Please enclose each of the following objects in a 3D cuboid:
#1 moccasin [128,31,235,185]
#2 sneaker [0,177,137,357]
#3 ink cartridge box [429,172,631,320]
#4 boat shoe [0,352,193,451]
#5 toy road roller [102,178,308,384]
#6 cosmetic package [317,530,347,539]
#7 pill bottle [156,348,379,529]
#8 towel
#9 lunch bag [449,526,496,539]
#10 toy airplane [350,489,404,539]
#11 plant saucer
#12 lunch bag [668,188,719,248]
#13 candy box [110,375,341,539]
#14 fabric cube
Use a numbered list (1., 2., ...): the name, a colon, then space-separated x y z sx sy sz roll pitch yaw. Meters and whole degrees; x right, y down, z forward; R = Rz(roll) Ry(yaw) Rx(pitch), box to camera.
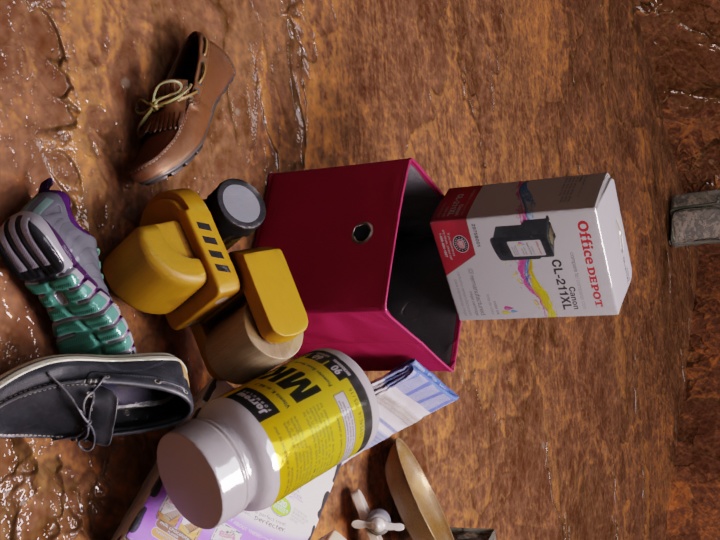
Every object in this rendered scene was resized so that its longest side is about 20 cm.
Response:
1. moccasin: -0.188 -0.168 1.031 0.078 0.073 0.202 50 48 -35
2. sneaker: -0.245 0.015 0.914 0.088 0.074 0.201 -75 151 -50
3. ink cartridge box: 0.200 -0.025 1.182 0.083 0.199 0.146 -55 133 -49
4. boat shoe: -0.232 0.114 0.865 0.199 0.062 0.075 -3 128 -37
5. toy road roller: -0.159 0.017 0.990 0.146 0.123 0.201 -14 75 -45
6. cosmetic package: -0.054 0.405 1.131 0.103 0.073 0.200 41 45 -5
7. pill bottle: -0.086 0.159 0.966 0.200 0.114 0.115 -24 109 -43
8. towel: 0.012 0.183 1.249 0.147 0.199 0.024 42 22 -54
9. lunch bag: 0.134 0.498 1.502 0.200 0.117 0.165 -27 112 -64
10. toy airplane: 0.049 0.411 1.327 0.200 0.141 0.200 47 27 -31
11. plant saucer: 0.082 0.336 1.435 0.201 0.035 0.200 62 5 -10
12. lunch bag: 1.087 -0.152 3.215 0.139 0.199 0.168 52 43 -45
13. candy box: -0.131 0.235 1.014 0.167 0.072 0.200 36 47 -11
14. fabric cube: 0.000 0.000 1.225 0.200 0.198 0.197 43 52 -52
